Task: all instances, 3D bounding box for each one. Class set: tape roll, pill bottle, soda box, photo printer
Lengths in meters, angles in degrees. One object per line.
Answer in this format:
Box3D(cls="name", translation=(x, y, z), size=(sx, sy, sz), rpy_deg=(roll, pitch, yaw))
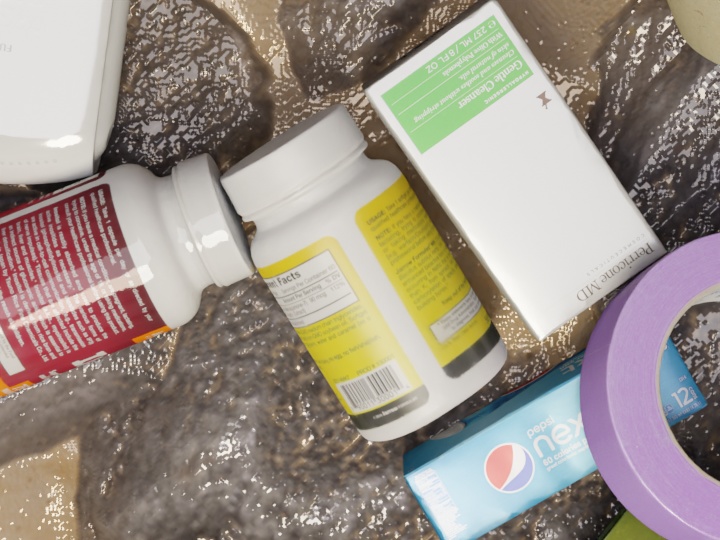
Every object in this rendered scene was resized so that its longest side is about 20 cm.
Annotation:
Box3D(cls="tape roll", translation=(0.243, 0.078, 1.293), size=(0.199, 0.066, 0.201), rpy_deg=(2, 79, -9))
Box3D(cls="pill bottle", translation=(-0.176, 0.000, 1.329), size=(0.199, 0.113, 0.113), rpy_deg=(-21, 99, 4))
Box3D(cls="soda box", translation=(0.128, 0.108, 1.371), size=(0.199, 0.068, 0.064), rpy_deg=(-30, 96, 4))
Box3D(cls="photo printer", translation=(-0.235, -0.158, 1.325), size=(0.166, 0.069, 0.201), rpy_deg=(9, 99, -2))
Box3D(cls="pill bottle", translation=(0.000, 0.000, 1.330), size=(0.114, 0.114, 0.200), rpy_deg=(-31, 98, 5))

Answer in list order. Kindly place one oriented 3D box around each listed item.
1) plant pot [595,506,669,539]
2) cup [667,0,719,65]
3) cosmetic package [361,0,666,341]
Box3D(cls="plant pot", translation=(0.238, 0.240, 1.351), size=(0.200, 0.187, 0.187), rpy_deg=(39, 97, 7))
Box3D(cls="cup", translation=(0.263, -0.206, 1.274), size=(0.199, 0.201, 0.144), rpy_deg=(7, 125, -1))
Box3D(cls="cosmetic package", translation=(0.099, -0.067, 1.334), size=(0.107, 0.085, 0.200), rpy_deg=(-36, 96, 3))
